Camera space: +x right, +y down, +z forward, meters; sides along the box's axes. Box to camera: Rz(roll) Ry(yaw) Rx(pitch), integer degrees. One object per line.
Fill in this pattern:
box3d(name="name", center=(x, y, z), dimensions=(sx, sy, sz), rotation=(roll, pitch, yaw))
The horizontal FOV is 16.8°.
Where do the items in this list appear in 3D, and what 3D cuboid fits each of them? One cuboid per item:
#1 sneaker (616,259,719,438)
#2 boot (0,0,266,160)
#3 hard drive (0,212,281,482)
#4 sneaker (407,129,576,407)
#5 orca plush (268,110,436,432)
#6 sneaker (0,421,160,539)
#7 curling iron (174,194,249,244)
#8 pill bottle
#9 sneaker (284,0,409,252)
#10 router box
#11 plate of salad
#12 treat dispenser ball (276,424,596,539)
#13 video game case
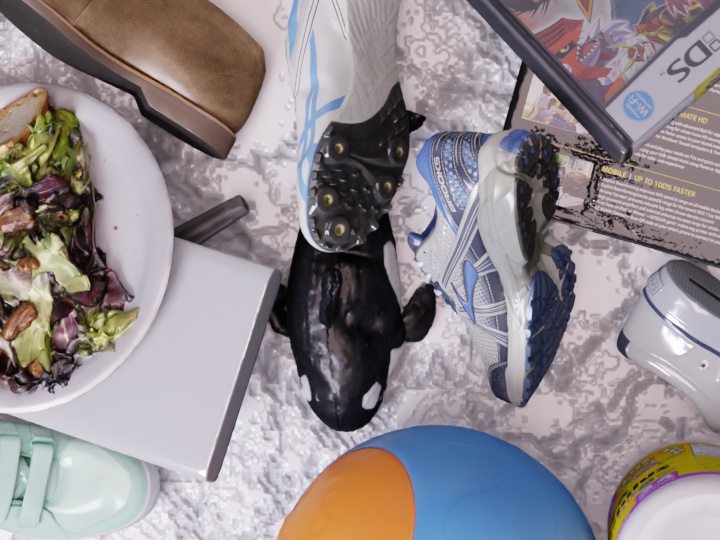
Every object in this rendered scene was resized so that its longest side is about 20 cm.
box3d(name="sneaker", center=(0.245, 0.074, 1.471), dimensions=(0.199, 0.073, 0.071), rotation=(37, 120, 0))
box3d(name="boot", center=(-0.147, -0.151, 1.470), dimensions=(0.199, 0.074, 0.076), rotation=(33, 83, -15))
box3d(name="hard drive", center=(-0.159, 0.035, 1.474), dimensions=(0.198, 0.026, 0.133), rotation=(17, 86, 17))
box3d(name="sneaker", center=(0.075, -0.006, 1.444), dimensions=(0.085, 0.077, 0.201), rotation=(13, 133, 25))
box3d(name="orca plush", center=(0.000, 0.000, 1.471), dimensions=(0.104, 0.071, 0.202), rotation=(21, 95, 2))
box3d(name="sneaker", center=(-0.225, 0.130, 1.472), dimensions=(0.198, 0.118, 0.074), rotation=(7, 93, 2))
box3d(name="curling iron", center=(-0.150, 0.016, 1.504), dimensions=(0.199, 0.026, 0.050), rotation=(-37, 84, 7))
box3d(name="pill bottle", center=(0.194, 0.156, 1.405), dimensions=(0.103, 0.200, 0.105), rotation=(0, 94, 4))
box3d(name="sneaker", center=(-0.014, -0.106, 1.452), dimensions=(0.071, 0.072, 0.202), rotation=(14, 73, -36))
box3d(name="router box", center=(0.188, -0.086, 1.462), dimensions=(0.198, 0.051, 0.150), rotation=(16, 94, 3))
box3d(name="plate of salad", center=(-0.208, -0.016, 1.458), dimensions=(0.198, 0.048, 0.202), rotation=(-2, 80, 14))
box3d(name="treat dispenser ball", center=(0.044, 0.191, 1.417), dimensions=(0.199, 0.201, 0.203), rotation=(0, 94, 4))
box3d(name="video game case", center=(0.152, -0.193, 1.430), dimensions=(0.180, 0.026, 0.200), rotation=(-40, 79, -10))
